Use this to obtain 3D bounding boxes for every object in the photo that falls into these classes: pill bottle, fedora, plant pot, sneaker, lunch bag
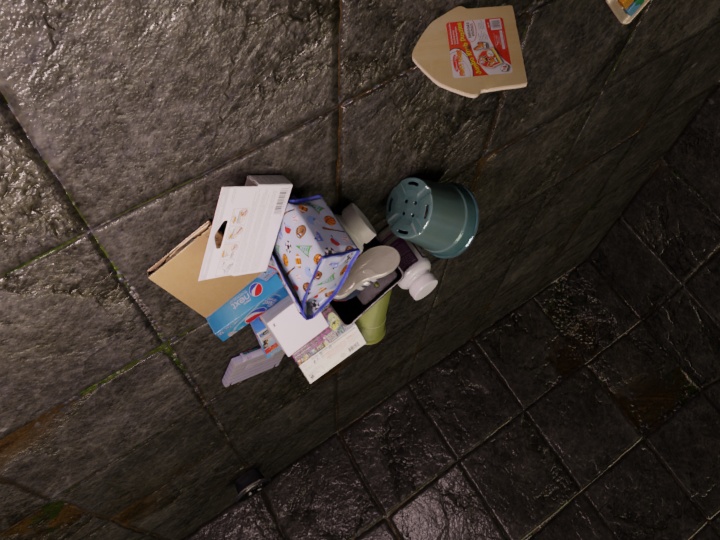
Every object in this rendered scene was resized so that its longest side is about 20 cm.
[{"bbox_3d":[0.127,-0.022,1.679,0.110,0.202,0.113,-29,158,-14],"label":"pill bottle"},{"bbox_3d":[-0.518,0.994,2.823,0.197,0.093,0.202,-31,157,-14],"label":"fedora"},{"bbox_3d":[-0.063,-0.057,1.435,0.199,0.115,0.114,-41,158,11],"label":"pill bottle"},{"bbox_3d":[0.000,0.000,1.567,0.199,0.201,0.177,-40,170,10],"label":"plant pot"},{"bbox_3d":[0.176,-0.145,1.555,0.193,0.203,0.201,9,132,-50],"label":"plant pot"},{"bbox_3d":[0.005,0.009,1.444,0.195,0.076,0.085,-27,166,-13],"label":"sneaker"},{"bbox_3d":[0.014,0.072,1.752,0.196,0.200,0.194,-14,137,-44],"label":"plant pot"},{"bbox_3d":[-0.114,-0.021,1.254,0.121,0.172,0.202,-11,145,-37],"label":"lunch bag"}]

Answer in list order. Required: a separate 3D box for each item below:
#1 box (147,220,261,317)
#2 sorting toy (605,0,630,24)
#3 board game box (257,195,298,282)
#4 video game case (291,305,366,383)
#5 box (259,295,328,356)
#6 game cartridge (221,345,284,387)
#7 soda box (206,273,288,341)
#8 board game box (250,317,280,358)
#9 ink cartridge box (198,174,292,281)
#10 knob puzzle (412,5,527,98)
[{"bbox_3d":[-0.314,0.004,1.236,0.162,0.021,0.201,-38,146,1],"label":"box"},{"bbox_3d":[0.683,-0.693,1.447,0.197,0.037,0.186,-4,140,-54],"label":"sorting toy"},{"bbox_3d":[-0.181,-0.065,1.343,0.199,0.037,0.151,-40,157,8],"label":"board game box"},{"bbox_3d":[-0.104,0.182,1.652,0.197,0.036,0.184,-35,116,-6],"label":"video game case"},{"bbox_3d":[-0.172,0.115,1.486,0.123,0.099,0.199,-35,-165,-11],"label":"box"},{"bbox_3d":[-0.313,0.272,1.808,0.196,0.039,0.131,-18,147,-41],"label":"game cartridge"},{"bbox_3d":[-0.271,0.078,1.442,0.197,0.069,0.064,-35,158,-6],"label":"soda box"},{"bbox_3d":[-0.203,0.139,1.682,0.197,0.056,0.197,-32,158,-15],"label":"board game box"},{"bbox_3d":[-0.229,-0.083,1.162,0.171,0.043,0.205,-10,130,-48],"label":"ink cartridge box"},{"bbox_3d":[0.189,-0.390,1.090,0.216,0.222,0.031,-32,159,-9],"label":"knob puzzle"}]
